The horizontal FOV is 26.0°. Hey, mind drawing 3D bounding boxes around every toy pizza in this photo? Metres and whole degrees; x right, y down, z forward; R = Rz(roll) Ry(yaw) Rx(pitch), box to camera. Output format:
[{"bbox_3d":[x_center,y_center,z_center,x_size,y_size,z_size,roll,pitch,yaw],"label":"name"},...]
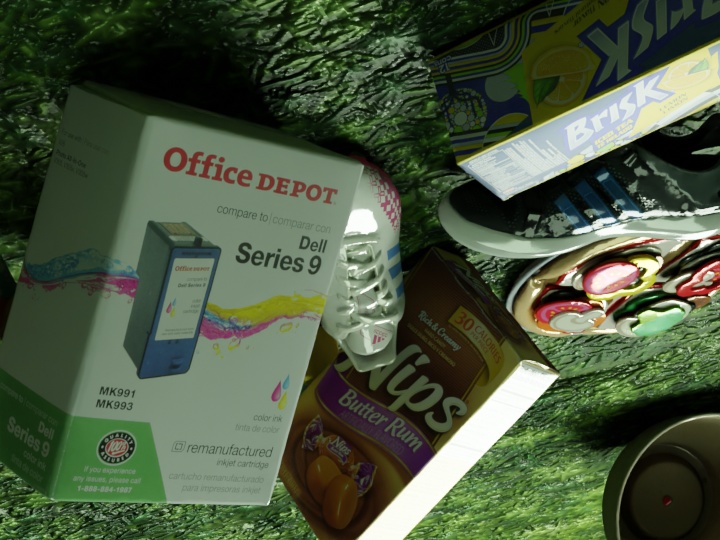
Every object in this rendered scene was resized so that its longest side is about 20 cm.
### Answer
[{"bbox_3d":[0.208,0.012,1.173,0.199,0.032,0.200,-11,156,-5],"label":"toy pizza"}]

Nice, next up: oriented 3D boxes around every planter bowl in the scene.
[{"bbox_3d":[0.324,0.236,1.554,0.199,0.201,0.135,-8,-178,-13],"label":"planter bowl"}]

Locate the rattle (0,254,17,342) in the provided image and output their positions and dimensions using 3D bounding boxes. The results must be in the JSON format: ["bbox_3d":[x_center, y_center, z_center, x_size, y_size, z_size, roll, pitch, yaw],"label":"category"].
[{"bbox_3d":[-0.182,0.054,0.946,0.199,0.131,0.143,5,151,-32],"label":"rattle"}]

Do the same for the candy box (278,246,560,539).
[{"bbox_3d":[0.029,0.097,1.083,0.200,0.117,0.056,-49,144,15],"label":"candy box"}]

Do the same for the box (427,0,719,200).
[{"bbox_3d":[0.141,-0.114,0.822,0.199,0.070,0.064,-24,155,22],"label":"box"}]

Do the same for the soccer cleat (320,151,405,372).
[{"bbox_3d":[0.000,0.000,0.975,0.069,0.087,0.200,-14,155,2],"label":"soccer cleat"}]

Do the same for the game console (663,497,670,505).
[{"bbox_3d":[0.427,0.292,1.887,0.199,0.031,0.177,-3,154,-23],"label":"game console"}]

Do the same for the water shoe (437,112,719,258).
[{"bbox_3d":[0.144,-0.061,0.968,0.199,0.072,0.079,-6,127,-13],"label":"water shoe"}]

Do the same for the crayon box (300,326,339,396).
[{"bbox_3d":[-0.102,0.077,1.131,0.127,0.051,0.200,-30,150,30],"label":"crayon box"}]

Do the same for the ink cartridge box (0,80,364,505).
[{"bbox_3d":[-0.099,0.016,0.822,0.145,0.201,0.087,10,-172,-42],"label":"ink cartridge box"}]
